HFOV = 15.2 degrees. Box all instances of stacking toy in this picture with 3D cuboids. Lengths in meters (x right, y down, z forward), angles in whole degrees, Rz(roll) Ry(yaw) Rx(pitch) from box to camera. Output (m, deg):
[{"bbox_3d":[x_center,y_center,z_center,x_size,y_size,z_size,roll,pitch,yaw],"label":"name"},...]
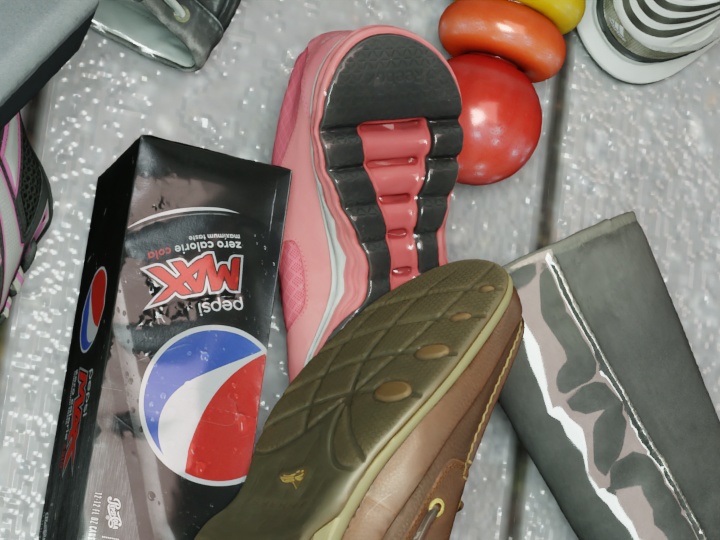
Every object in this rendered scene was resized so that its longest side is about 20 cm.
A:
[{"bbox_3d":[0.071,-0.129,1.118,0.085,0.085,0.200,20,78,-15],"label":"stacking toy"}]

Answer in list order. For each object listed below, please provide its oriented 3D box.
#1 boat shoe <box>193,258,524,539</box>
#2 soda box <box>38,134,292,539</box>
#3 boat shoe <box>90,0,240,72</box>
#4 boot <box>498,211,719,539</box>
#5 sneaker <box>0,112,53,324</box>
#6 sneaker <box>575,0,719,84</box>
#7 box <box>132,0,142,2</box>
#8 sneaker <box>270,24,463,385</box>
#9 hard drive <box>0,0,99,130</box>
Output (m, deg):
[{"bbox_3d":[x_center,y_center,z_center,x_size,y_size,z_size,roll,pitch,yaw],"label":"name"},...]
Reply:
[{"bbox_3d":[0.001,0.083,0.985,0.200,0.072,0.068,-55,126,-24],"label":"boat shoe"},{"bbox_3d":[-0.077,0.056,1.019,0.063,0.071,0.200,12,74,-18],"label":"soda box"},{"bbox_3d":[-0.132,-0.141,1.043,0.200,0.072,0.071,24,66,-16],"label":"boat shoe"},{"bbox_3d":[0.090,0.093,1.070,0.182,0.073,0.200,-28,95,-40],"label":"boot"},{"bbox_3d":[-0.150,-0.006,1.006,0.086,0.080,0.200,4,91,-54],"label":"sneaker"},{"bbox_3d":[0.189,-0.155,1.140,0.200,0.115,0.076,-39,93,-23],"label":"sneaker"},{"bbox_3d":[-0.087,-0.201,1.012,0.141,0.079,0.200,38,28,-5],"label":"box"},{"bbox_3d":[0.000,0.000,1.064,0.074,0.087,0.200,-2,102,-22],"label":"sneaker"},{"bbox_3d":[-0.185,-0.077,0.885,0.140,0.033,0.200,29,31,2],"label":"hard drive"}]
